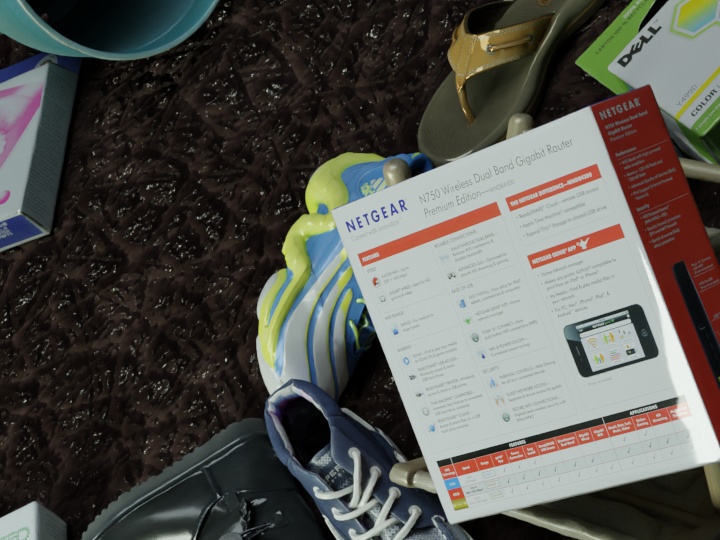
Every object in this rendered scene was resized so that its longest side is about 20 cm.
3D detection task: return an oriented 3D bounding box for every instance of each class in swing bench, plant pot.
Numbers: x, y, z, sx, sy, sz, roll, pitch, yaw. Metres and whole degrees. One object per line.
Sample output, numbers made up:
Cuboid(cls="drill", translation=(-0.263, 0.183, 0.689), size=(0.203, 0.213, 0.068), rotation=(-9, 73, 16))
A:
Cuboid(cls="swing bench", translation=(0.125, 0.037, 1.310), size=(0.199, 0.200, 0.130), rotation=(15, 26, 41))
Cuboid(cls="plant pot", translation=(-0.227, -0.254, 1.840), size=(0.188, 0.200, 0.200), rotation=(0, 59, 58))

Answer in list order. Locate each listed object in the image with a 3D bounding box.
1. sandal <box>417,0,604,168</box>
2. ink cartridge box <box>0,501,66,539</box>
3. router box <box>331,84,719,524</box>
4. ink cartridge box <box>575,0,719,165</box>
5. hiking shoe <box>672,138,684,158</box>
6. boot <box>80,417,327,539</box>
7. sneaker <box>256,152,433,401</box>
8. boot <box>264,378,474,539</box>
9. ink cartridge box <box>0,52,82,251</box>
Cuboid(cls="sandal", translation=(0.096, -0.153, 1.569), size=(0.200, 0.054, 0.080), rotation=(-54, 41, -7))
Cuboid(cls="ink cartridge box", translation=(-0.276, 0.274, 1.574), size=(0.199, 0.041, 0.200), rotation=(-26, 45, 24))
Cuboid(cls="router box", translation=(0.093, 0.022, 1.205), size=(0.200, 0.049, 0.180), rotation=(-19, 92, 48))
Cuboid(cls="ink cartridge box", translation=(0.213, -0.154, 1.449), size=(0.148, 0.076, 0.200), rotation=(-47, 42, 1))
Cuboid(cls="hiking shoe", translation=(0.104, -0.015, 1.438), size=(0.200, 0.074, 0.087), rotation=(-28, 44, 23))
Cuboid(cls="boot", translation=(-0.084, 0.205, 1.448), size=(0.165, 0.066, 0.200), rotation=(-42, 45, 11))
Cuboid(cls="sneaker", translation=(0.000, 0.000, 1.513), size=(0.105, 0.076, 0.200), rotation=(-19, 48, 37))
Cuboid(cls="boot", translation=(0.008, 0.144, 1.386), size=(0.073, 0.090, 0.200), rotation=(-46, 40, 3))
Cuboid(cls="ink cartridge box", translation=(-0.313, -0.090, 1.893), size=(0.196, 0.043, 0.200), rotation=(-19, 50, 31))
